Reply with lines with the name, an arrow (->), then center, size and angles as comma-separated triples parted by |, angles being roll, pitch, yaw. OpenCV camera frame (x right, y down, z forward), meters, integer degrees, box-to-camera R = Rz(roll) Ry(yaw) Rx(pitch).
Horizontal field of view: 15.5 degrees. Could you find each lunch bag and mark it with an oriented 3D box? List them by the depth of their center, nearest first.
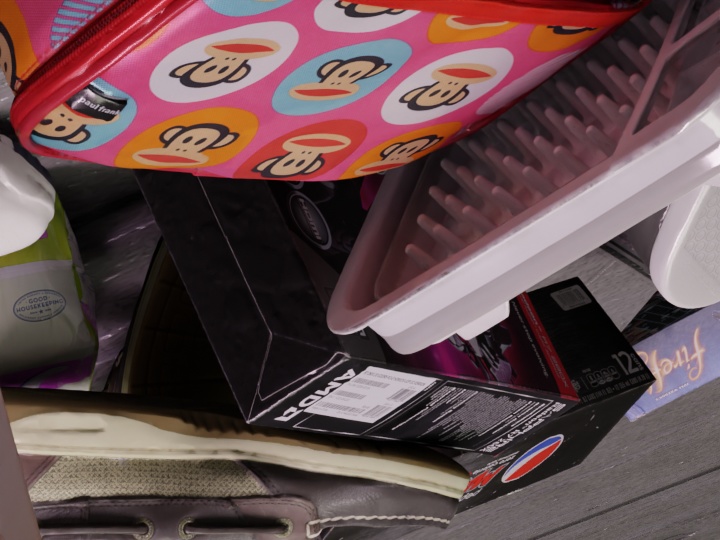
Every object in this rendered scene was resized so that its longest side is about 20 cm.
lunch bag -> 0.002, -0.098, 0.774 | 0.176, 0.082, 0.200 | -34, 160, 35

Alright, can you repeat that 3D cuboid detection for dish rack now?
dish rack -> 0.082, -0.057, 0.856 | 0.044, 0.172, 0.200 | 41, 135, -19

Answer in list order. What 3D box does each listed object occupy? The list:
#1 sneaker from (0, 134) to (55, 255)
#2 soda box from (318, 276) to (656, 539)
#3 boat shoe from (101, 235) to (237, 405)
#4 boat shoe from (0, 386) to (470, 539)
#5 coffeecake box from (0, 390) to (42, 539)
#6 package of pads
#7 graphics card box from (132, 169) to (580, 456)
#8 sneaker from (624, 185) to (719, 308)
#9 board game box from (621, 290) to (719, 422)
sneaker -> -0.184, 0.027, 0.881 | 0.198, 0.130, 0.079 | -5, 160, -37
soda box -> 0.034, 0.065, 1.137 | 0.200, 0.063, 0.071 | -16, 152, -46
boat shoe -> -0.080, 0.065, 1.052 | 0.073, 0.201, 0.065 | 15, 175, -37
boat shoe -> -0.056, 0.084, 0.987 | 0.200, 0.066, 0.072 | 9, -176, -26
coffeecake box -> -0.183, 0.019, 0.733 | 0.073, 0.201, 0.153 | -30, 159, 35
package of pads -> -0.181, 0.041, 1.039 | 0.154, 0.069, 0.200 | -12, 163, -14
graphics card box -> 0.000, 0.000, 0.990 | 0.051, 0.126, 0.200 | -33, 158, 22
sneaker -> 0.131, -0.095, 0.941 | 0.070, 0.099, 0.201 | 2, 123, -40
board game box -> 0.216, -0.008, 1.251 | 0.200, 0.035, 0.135 | -31, -173, 37
